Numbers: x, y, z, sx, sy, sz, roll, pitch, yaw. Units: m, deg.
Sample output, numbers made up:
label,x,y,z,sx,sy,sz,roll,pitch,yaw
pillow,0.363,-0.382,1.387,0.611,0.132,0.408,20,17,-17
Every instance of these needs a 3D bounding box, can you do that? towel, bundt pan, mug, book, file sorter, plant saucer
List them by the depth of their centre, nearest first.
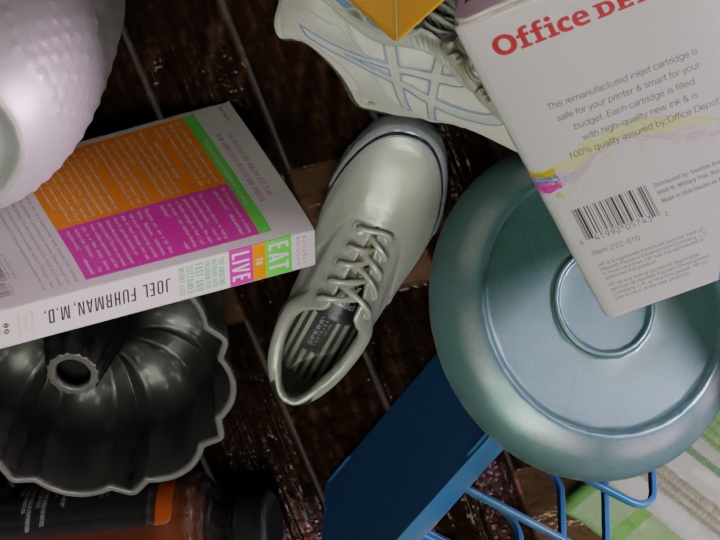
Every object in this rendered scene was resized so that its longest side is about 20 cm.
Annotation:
label,x,y,z,sx,sy,sz,roll,pitch,yaw
mug,-0.211,-0.136,1.515,0.147,0.176,0.201,8,123,0
book,-0.142,-0.024,1.560,0.199,0.134,0.048,-14,127,-19
plant saucer,0.136,0.020,1.586,0.199,0.201,0.027,28,161,-13
bundt pan,-0.170,0.040,1.679,0.200,0.076,0.203,2,128,3
file sorter,0.076,0.140,1.687,0.122,0.139,0.200,29,123,-17
towel,0.246,0.129,1.736,0.149,0.031,0.200,39,120,-16

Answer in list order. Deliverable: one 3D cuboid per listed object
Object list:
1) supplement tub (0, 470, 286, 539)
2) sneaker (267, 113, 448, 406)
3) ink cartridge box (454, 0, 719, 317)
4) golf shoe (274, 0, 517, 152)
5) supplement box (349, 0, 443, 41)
label,x,y,z,sx,sy,sz,roll,pitch,yaw
supplement tub,-0.150,0.185,1.759,0.199,0.107,0.107,-6,122,10
sneaker,0.000,0.000,1.645,0.073,0.071,0.201,19,123,-7
ink cartridge box,0.156,-0.095,1.473,0.144,0.085,0.201,-20,118,20
golf shoe,0.041,-0.118,1.578,0.200,0.078,0.097,37,136,-11
supplement box,0.000,-0.266,1.396,0.197,0.200,0.133,40,118,-19
